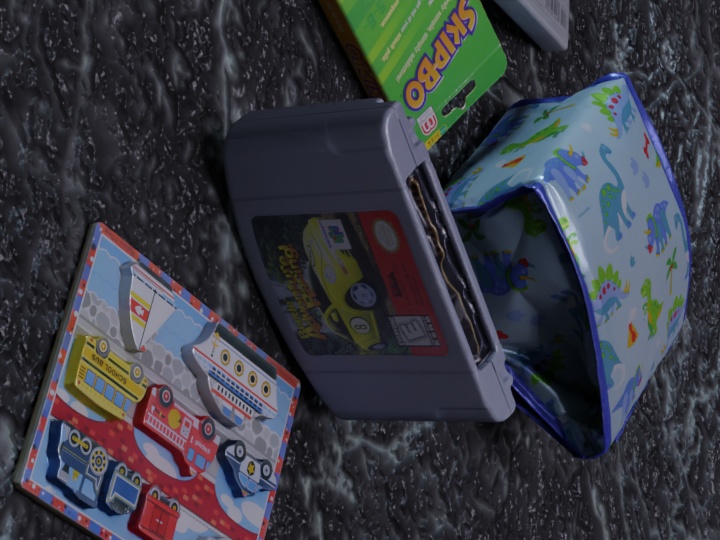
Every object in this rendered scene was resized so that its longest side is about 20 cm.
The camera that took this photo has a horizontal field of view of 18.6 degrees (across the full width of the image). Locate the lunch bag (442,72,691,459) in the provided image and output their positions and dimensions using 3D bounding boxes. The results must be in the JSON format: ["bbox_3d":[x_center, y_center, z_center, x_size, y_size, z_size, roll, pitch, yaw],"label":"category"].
[{"bbox_3d":[0.143,-0.001,1.465,0.201,0.127,0.170,61,41,-18],"label":"lunch bag"}]

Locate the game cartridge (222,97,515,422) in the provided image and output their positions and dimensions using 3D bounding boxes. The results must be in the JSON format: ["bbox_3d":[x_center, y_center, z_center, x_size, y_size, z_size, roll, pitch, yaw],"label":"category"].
[{"bbox_3d":[0.000,0.000,1.244,0.041,0.132,0.201,-44,121,-40],"label":"game cartridge"}]

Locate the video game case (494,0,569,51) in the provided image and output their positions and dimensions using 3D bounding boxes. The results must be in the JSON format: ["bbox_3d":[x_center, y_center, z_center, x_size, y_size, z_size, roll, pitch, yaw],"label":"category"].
[{"bbox_3d":[0.110,-0.262,1.489,0.200,0.024,0.184,26,64,-68],"label":"video game case"}]

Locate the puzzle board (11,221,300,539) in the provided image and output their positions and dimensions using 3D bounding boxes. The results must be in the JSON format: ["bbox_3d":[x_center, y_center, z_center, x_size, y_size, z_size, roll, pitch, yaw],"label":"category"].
[{"bbox_3d":[-0.101,0.086,1.192,0.200,0.017,0.152,42,54,-46],"label":"puzzle board"}]

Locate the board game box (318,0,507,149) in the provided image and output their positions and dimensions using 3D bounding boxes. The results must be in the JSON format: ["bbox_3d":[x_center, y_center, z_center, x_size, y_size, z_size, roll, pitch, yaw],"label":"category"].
[{"bbox_3d":[0.021,-0.176,1.362,0.096,0.030,0.201,-45,123,-23],"label":"board game box"}]
